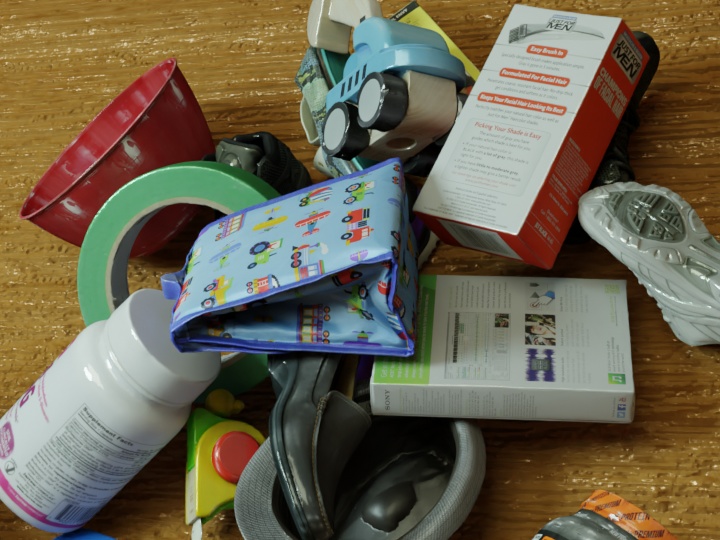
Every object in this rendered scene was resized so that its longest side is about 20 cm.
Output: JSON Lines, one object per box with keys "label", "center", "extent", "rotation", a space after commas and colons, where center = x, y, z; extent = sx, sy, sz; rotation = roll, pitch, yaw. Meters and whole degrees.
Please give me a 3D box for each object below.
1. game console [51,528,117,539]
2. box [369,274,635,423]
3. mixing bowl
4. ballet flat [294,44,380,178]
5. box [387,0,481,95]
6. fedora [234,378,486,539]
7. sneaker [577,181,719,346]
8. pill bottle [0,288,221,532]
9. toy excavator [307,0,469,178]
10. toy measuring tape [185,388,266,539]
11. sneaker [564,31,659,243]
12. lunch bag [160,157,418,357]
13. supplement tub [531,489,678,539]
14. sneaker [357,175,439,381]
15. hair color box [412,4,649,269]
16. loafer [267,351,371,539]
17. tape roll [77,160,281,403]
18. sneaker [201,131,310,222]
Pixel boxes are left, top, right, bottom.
{"label": "game console", "center": [-0.221, 0.307, 1.405], "extent": [0.170, 0.119, 0.199], "rotation": [-27, 25, -37]}
{"label": "box", "center": [0.110, 0.058, 1.386], "extent": [0.198, 0.037, 0.145], "rotation": [3, 36, 4]}
{"label": "mixing bowl", "center": [-0.203, -0.084, 1.622], "extent": [0.200, 0.108, 0.200], "rotation": [-40, 17, 15]}
{"label": "ballet flat", "center": [-0.018, -0.124, 1.627], "extent": [0.074, 0.074, 0.201], "rotation": [-22, 47, 8]}
{"label": "box", "center": [0.088, -0.153, 1.587], "extent": [0.050, 0.075, 0.200], "rotation": [-36, 51, -2]}
{"label": "fedora", "center": [0.008, 0.178, 1.373], "extent": [0.176, 0.091, 0.200], "rotation": [29, 64, 35]}
{"label": "sneaker", "center": [0.245, 0.010, 1.375], "extent": [0.200, 0.100, 0.078], "rotation": [36, 52, 25]}
{"label": "pill bottle", "center": [-0.209, 0.113, 1.457], "extent": [0.200, 0.113, 0.114], "rotation": [-44, 45, 26]}
{"label": "toy excavator", "center": [0.017, -0.182, 1.553], "extent": [0.194, 0.099, 0.202], "rotation": [-32, 53, 55]}
{"label": "toy measuring tape", "center": [-0.105, 0.194, 1.441], "extent": [0.073, 0.074, 0.202], "rotation": [-8, 70, 19]}
{"label": "sneaker", "center": [0.208, -0.103, 1.486], "extent": [0.114, 0.076, 0.200], "rotation": [30, 76, 35]}
{"label": "lunch bag", "center": [-0.059, -0.001, 1.383], "extent": [0.198, 0.095, 0.151], "rotation": [-7, 31, 8]}
{"label": "supplement tub", "center": [0.139, 0.258, 1.235], "extent": [0.122, 0.123, 0.200], "rotation": [31, 73, 37]}
{"label": "sneaker", "center": [0.000, 0.000, 1.497], "extent": [0.069, 0.100, 0.201], "rotation": [4, 58, 29]}
{"label": "hair color box", "center": [0.138, -0.110, 1.434], "extent": [0.110, 0.064, 0.201], "rotation": [15, 73, 40]}
{"label": "loafer", "center": [-0.028, 0.115, 1.329], "extent": [0.072, 0.073, 0.201], "rotation": [-11, 47, 4]}
{"label": "tape roll", "center": [-0.138, 0.009, 1.509], "extent": [0.199, 0.048, 0.202], "rotation": [2, 99, 11]}
{"label": "sneaker", "center": [-0.110, -0.039, 1.570], "extent": [0.076, 0.114, 0.201], "rotation": [5, 62, 29]}
